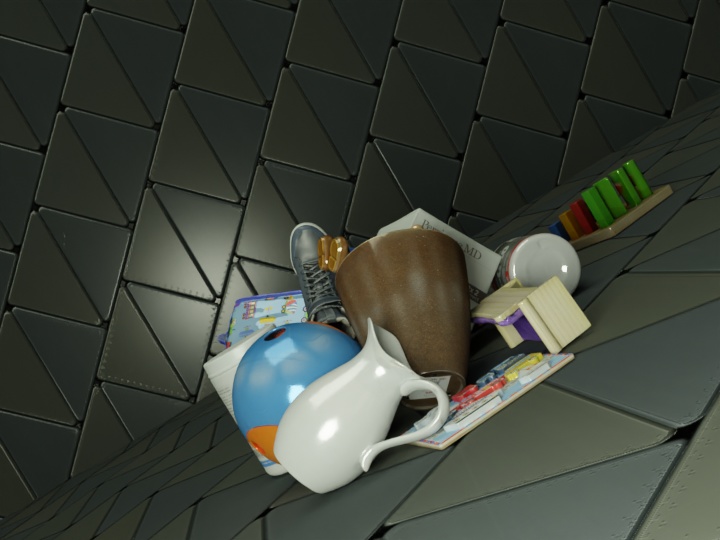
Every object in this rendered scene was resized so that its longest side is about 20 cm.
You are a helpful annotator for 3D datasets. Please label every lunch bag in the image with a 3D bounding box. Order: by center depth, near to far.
[{"bbox_3d":[-0.141,0.114,1.696,0.200,0.151,0.094,-1,-28,12],"label":"lunch bag"}]

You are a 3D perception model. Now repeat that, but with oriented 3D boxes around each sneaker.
[{"bbox_3d":[-0.055,0.029,1.543,0.077,0.203,0.146,-16,7,-2],"label":"sneaker"}]

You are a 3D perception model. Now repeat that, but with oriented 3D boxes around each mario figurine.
[{"bbox_3d":[0.042,-0.038,1.490,0.200,0.124,0.106,2,-51,-26],"label":"mario figurine"}]

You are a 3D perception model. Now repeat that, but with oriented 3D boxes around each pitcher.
[{"bbox_3d":[0.001,0.182,1.242,0.200,0.121,0.172,-49,46,2],"label":"pitcher"}]

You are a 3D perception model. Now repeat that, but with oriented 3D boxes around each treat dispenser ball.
[{"bbox_3d":[-0.076,0.170,1.415,0.201,0.201,0.201,-30,3,2],"label":"treat dispenser ball"}]

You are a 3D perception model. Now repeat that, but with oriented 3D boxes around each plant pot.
[{"bbox_3d":[0.073,0.079,1.390,0.187,0.200,0.187,-8,-39,-6],"label":"plant pot"}]

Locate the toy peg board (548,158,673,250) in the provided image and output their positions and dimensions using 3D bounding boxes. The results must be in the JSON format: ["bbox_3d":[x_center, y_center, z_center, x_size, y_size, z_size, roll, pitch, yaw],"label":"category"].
[{"bbox_3d":[0.470,-0.127,2.040,0.200,0.098,0.199,-32,3,-31],"label":"toy peg board"}]

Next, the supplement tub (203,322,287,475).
[{"bbox_3d":[-0.133,0.195,1.568,0.132,0.200,0.132,-30,3,2],"label":"supplement tub"}]

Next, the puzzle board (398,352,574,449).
[{"bbox_3d":[0.149,0.153,1.257,0.200,0.017,0.151,-32,3,-17],"label":"puzzle board"}]

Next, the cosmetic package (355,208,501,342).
[{"bbox_3d":[0.091,0.037,1.657,0.200,0.165,0.165,-66,15,-18],"label":"cosmetic package"}]

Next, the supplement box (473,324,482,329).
[{"bbox_3d":[0.104,0.093,1.825,0.200,0.110,0.086,-31,2,2],"label":"supplement box"}]

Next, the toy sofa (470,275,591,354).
[{"bbox_3d":[0.218,0.067,1.381,0.098,0.083,0.200,-36,3,-8],"label":"toy sofa"}]

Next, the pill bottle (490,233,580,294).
[{"bbox_3d":[0.272,0.001,1.674,0.114,0.114,0.200,-31,2,-6],"label":"pill bottle"}]
